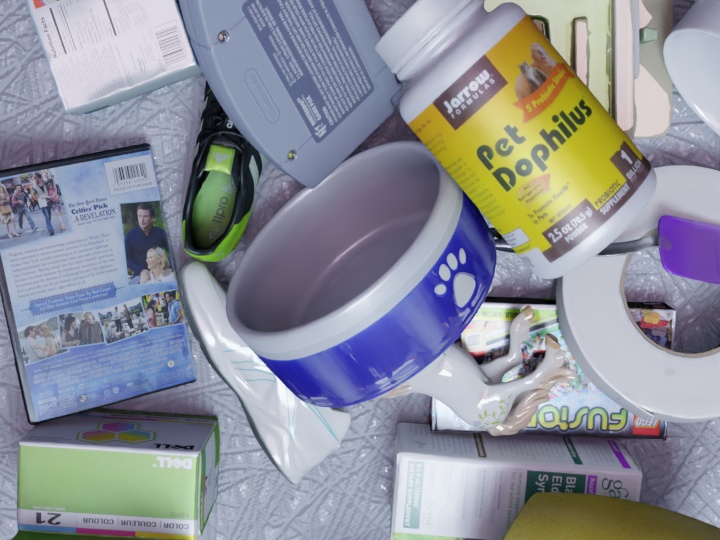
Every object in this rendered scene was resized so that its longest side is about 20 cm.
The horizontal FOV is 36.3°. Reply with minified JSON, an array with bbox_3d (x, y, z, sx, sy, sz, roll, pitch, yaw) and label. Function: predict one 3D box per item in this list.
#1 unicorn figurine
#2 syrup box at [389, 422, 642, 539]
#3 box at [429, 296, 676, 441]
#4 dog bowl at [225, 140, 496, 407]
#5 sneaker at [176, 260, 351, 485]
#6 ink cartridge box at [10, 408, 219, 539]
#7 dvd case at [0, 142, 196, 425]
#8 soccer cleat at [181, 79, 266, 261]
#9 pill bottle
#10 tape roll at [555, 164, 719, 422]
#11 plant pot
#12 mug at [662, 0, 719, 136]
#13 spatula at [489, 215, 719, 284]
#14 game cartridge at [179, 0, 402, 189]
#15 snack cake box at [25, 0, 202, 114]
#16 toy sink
[{"bbox_3d":[0.065,0.067,0.854,0.199,0.074,0.138,38,109,-7],"label":"unicorn figurine"},{"bbox_3d":[0.124,0.182,0.902,0.196,0.081,0.080,5,100,1],"label":"syrup box"},{"bbox_3d":[0.157,0.080,0.913,0.196,0.035,0.112,2,97,0],"label":"box"},{"bbox_3d":[0.000,0.000,0.817,0.199,0.201,0.079,-37,119,5],"label":"dog bowl"},{"bbox_3d":[-0.081,0.072,0.905,0.080,0.070,0.202,-33,99,-11],"label":"sneaker"},{"bbox_3d":[-0.193,0.170,0.844,0.145,0.200,0.077,4,97,0],"label":"ink cartridge box"},{"bbox_3d":[-0.220,0.009,0.891,0.140,0.017,0.204,-13,98,-21],"label":"dvd case"},{"bbox_3d":[-0.100,-0.104,0.870,0.066,0.081,0.204,12,97,-1],"label":"soccer cleat"},{"bbox_3d":[0.101,-0.101,0.747,0.109,0.109,0.201,-41,94,5],"label":"pill bottle"},{"bbox_3d":[0.255,0.019,0.872,0.198,0.037,0.207,0,78,0],"label":"tape roll"},{"bbox_3d":[0.162,0.242,0.791,0.141,0.200,0.203,30,97,18],"label":"plant pot"},{"bbox_3d":[0.321,-0.207,0.822,0.200,0.148,0.176,44,85,-2],"label":"mug"},{"bbox_3d":[0.191,-0.018,0.849,0.196,0.021,0.057,2,57,5],"label":"spatula"},{"bbox_3d":[-0.050,-0.162,0.816,0.133,0.041,0.201,-47,136,-16],"label":"game cartridge"},{"bbox_3d":[-0.206,-0.237,0.863,0.113,0.067,0.204,-17,96,4],"label":"snack cake box"},{"bbox_3d":[0.154,-0.163,0.845,0.196,0.112,0.133,-1,98,0],"label":"toy sink"}]
